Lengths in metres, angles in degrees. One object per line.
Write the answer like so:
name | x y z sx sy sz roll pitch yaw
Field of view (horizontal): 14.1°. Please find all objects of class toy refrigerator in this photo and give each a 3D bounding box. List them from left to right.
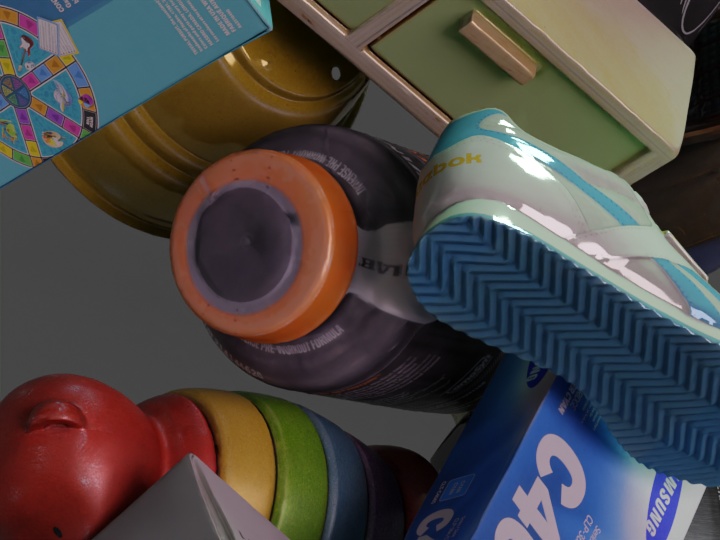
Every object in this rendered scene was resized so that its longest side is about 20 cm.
toy refrigerator | 0.038 -0.107 1.161 0.200 0.076 0.070 40 41 -23

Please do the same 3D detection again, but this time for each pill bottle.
pill bottle | 0.000 0.000 1.188 0.200 0.106 0.107 13 79 -64

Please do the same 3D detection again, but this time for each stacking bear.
stacking bear | -0.067 0.100 1.176 0.199 0.121 0.114 22 60 -37

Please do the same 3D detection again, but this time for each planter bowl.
planter bowl | -0.048 -0.114 1.218 0.200 0.083 0.202 1 88 -41

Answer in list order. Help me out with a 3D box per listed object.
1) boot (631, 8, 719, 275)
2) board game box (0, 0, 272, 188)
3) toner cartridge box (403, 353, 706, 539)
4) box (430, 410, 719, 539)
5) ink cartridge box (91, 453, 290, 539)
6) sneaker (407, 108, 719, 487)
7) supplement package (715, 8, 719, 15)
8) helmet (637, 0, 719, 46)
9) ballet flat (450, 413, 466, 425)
boot | 0.163 -0.056 1.342 0.097 0.199 0.075 43 36 -39
board game box | -0.156 -0.103 1.054 0.151 0.199 0.047 53 15 -31
toner cartridge box | 0.069 0.110 1.124 0.095 0.043 0.200 54 40 -21
box | 0.118 0.163 1.209 0.157 0.048 0.201 7 58 -21
ink cartridge box | -0.082 0.190 1.108 0.200 0.084 0.146 -41 121 7
sneaker | 0.104 0.011 1.121 0.200 0.076 0.081 36 37 -26
supplement package | 0.224 -0.136 1.425 0.200 0.117 0.117 -49 118 -38
helmet | 0.103 -0.202 1.274 0.199 0.200 0.192 23 83 -38
ballet flat | 0.070 0.051 1.328 0.067 0.062 0.201 -34 110 -37
